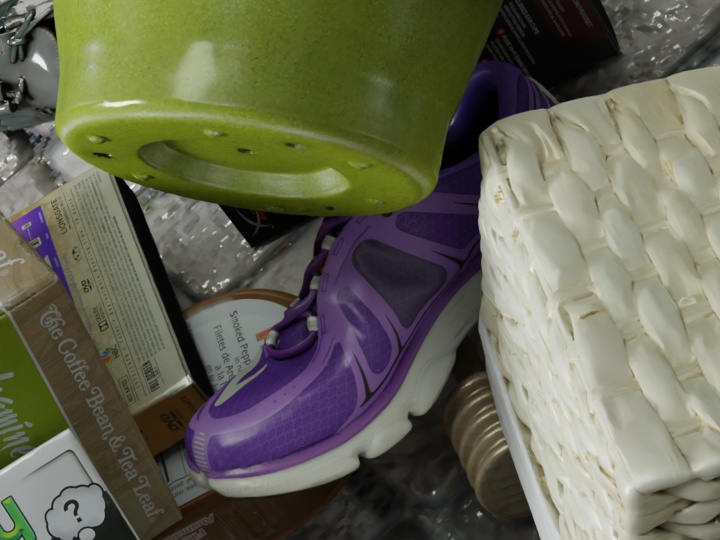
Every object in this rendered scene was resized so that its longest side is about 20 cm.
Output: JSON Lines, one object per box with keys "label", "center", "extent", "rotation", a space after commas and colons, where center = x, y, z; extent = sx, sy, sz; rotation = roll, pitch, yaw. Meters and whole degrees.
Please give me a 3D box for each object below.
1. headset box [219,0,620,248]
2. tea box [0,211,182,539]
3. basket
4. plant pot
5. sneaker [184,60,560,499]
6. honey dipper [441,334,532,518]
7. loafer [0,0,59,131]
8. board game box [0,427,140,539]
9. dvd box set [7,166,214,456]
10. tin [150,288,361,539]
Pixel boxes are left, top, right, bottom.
{"label": "headset box", "center": [0.000, -0.121, 1.174], "extent": [0.200, 0.149, 0.077], "rotation": [-29, 43, 9]}
{"label": "tea box", "center": [-0.208, 0.052, 1.050], "extent": [0.197, 0.134, 0.200], "rotation": [-34, 42, -13]}
{"label": "basket", "center": [0.120, 0.036, 0.946], "extent": [0.135, 0.123, 0.200], "rotation": [-14, 42, -4]}
{"label": "plant pot", "center": [-0.025, -0.126, 0.984], "extent": [0.200, 0.200, 0.193], "rotation": [0, 76, 34]}
{"label": "sneaker", "center": [0.000, 0.000, 1.059], "extent": [0.200, 0.083, 0.081], "rotation": [-48, 32, -17]}
{"label": "honey dipper", "center": [0.034, 0.019, 1.112], "extent": [0.038, 0.038, 0.200], "rotation": [-31, 39, 6]}
{"label": "loafer", "center": [-0.128, -0.108, 1.310], "extent": [0.200, 0.072, 0.063], "rotation": [-26, 48, 8]}
{"label": "board game box", "center": [-0.147, 0.158, 0.948], "extent": [0.200, 0.126, 0.035], "rotation": [-33, -2, -10]}
{"label": "dvd box set", "center": [-0.163, 0.056, 1.156], "extent": [0.200, 0.029, 0.146], "rotation": [-32, 43, 5]}
{"label": "tin", "center": [-0.089, 0.080, 1.136], "extent": [0.200, 0.042, 0.112], "rotation": [-29, 46, 8]}
